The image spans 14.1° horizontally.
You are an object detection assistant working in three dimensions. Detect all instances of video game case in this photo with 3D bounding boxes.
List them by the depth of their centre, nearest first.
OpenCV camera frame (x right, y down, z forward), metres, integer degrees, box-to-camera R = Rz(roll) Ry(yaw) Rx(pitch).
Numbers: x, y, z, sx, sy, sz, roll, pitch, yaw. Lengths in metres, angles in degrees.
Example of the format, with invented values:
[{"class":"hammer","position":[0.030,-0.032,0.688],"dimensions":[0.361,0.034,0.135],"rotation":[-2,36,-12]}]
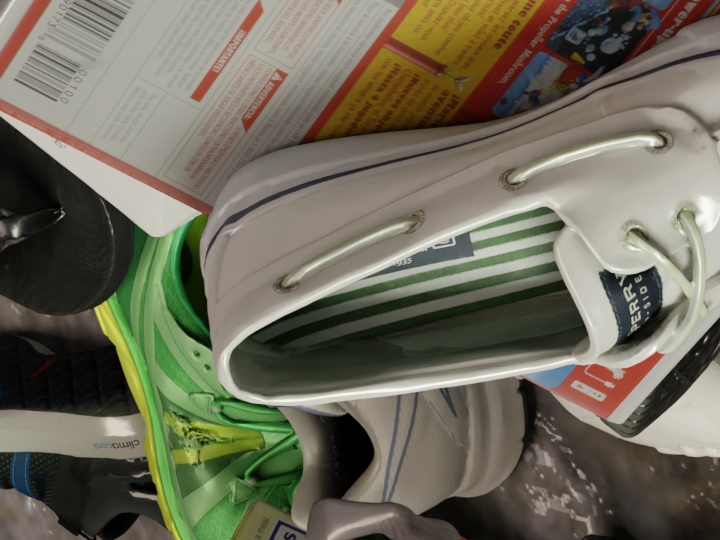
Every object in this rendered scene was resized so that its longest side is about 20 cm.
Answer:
[{"class":"video game case","position":[0.022,-0.053,0.703],"dimensions":[0.199,0.017,0.143],"rotation":[27,123,-18]}]

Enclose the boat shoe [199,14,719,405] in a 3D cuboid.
[{"class":"boat shoe","position":[0.059,-0.005,0.686],"dimensions":[0.199,0.067,0.074],"rotation":[-16,126,13]}]

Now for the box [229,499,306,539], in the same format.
[{"class":"box","position":[0.014,0.206,1.023],"dimensions":[0.199,0.097,0.176],"rotation":[26,136,3]}]

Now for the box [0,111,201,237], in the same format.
[{"class":"box","position":[-0.052,-0.148,0.821],"dimensions":[0.199,0.200,0.131],"rotation":[37,139,23]}]

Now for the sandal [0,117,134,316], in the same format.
[{"class":"sandal","position":[-0.156,-0.024,1.061],"dimensions":[0.200,0.048,0.076],"rotation":[16,121,44]}]

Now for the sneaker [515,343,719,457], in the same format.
[{"class":"sneaker","position":[0.114,0.024,0.878],"dimensions":[0.199,0.076,0.081],"rotation":[24,143,40]}]

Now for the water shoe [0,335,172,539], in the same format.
[{"class":"water shoe","position":[-0.124,0.075,1.151],"dimensions":[0.199,0.071,0.079],"rotation":[-1,121,49]}]

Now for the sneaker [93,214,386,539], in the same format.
[{"class":"sneaker","position":[-0.037,0.050,1.039],"dimensions":[0.083,0.074,0.201],"rotation":[-13,106,54]}]

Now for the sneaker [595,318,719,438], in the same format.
[{"class":"sneaker","position":[0.071,-0.056,0.774],"dimensions":[0.104,0.060,0.200],"rotation":[35,133,20]}]

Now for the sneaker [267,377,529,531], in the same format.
[{"class":"sneaker","position":[0.000,0.000,0.957],"dimensions":[0.074,0.087,0.201],"rotation":[9,120,45]}]

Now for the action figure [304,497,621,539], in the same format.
[{"class":"action figure","position":[0.087,0.151,0.894],"dimensions":[0.105,0.193,0.201],"rotation":[-49,48,41]}]
